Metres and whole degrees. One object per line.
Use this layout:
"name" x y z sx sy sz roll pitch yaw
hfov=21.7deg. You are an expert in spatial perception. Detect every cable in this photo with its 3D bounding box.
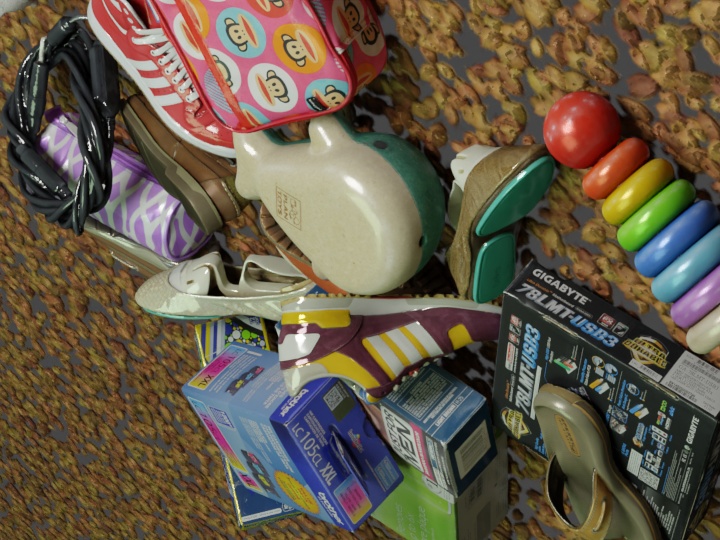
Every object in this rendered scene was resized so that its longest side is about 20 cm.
"cable" -0.279 -0.127 1.725 0.163 0.051 0.201 -18 75 44

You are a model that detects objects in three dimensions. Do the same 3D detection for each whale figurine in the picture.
"whale figurine" -0.016 -0.067 1.511 0.200 0.104 0.160 27 134 35

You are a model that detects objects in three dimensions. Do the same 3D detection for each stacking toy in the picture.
"stacking toy" 0.203 -0.043 1.297 0.200 0.085 0.085 50 151 7

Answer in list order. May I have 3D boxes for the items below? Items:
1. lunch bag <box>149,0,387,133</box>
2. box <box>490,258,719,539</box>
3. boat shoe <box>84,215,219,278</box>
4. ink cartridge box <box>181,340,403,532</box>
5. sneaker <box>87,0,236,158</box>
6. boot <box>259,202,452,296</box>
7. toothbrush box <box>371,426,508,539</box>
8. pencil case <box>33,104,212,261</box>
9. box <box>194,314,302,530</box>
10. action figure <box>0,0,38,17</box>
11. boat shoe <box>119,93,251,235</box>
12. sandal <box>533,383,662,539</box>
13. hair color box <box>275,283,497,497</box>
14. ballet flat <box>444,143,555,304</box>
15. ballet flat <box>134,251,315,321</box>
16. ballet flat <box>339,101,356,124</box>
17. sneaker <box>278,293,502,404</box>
"lunch bag" -0.089 -0.207 1.421 0.176 0.082 0.201 -9 118 40
"box" 0.199 0.109 1.507 0.198 0.050 0.200 33 149 23
"boat shoe" -0.223 -0.034 1.850 0.200 0.076 0.072 33 150 25
"ink cartridge box" -0.052 0.147 1.662 0.200 0.076 0.137 10 138 51
"sneaker" -0.151 -0.186 1.568 0.200 0.071 0.113 44 154 7
"boot" 0.000 0.000 1.623 0.200 0.075 0.107 39 170 1
"toothbrush box" 0.035 0.166 1.751 0.200 0.086 0.146 32 149 27
"pencil case" -0.226 -0.085 1.786 0.200 0.084 0.086 29 130 25
"box" -0.107 0.146 1.821 0.064 0.070 0.201 111 146 -77
"action figure" -0.343 -0.311 1.634 0.200 0.104 0.194 -6 113 52
"boat shoe" -0.152 -0.104 1.678 0.200 0.068 0.072 48 167 41
"sandal" 0.181 0.179 1.517 0.080 0.054 0.200 10 137 47
"hair color box" 0.022 0.105 1.641 0.200 0.061 0.100 34 157 29
"ballet flat" 0.097 -0.051 1.439 0.072 0.068 0.200 55 159 23
"ballet flat" -0.115 0.009 1.738 0.199 0.068 0.063 4 126 13
"ballet flat" -0.083 -0.183 1.509 0.200 0.046 0.067 47 151 -1
"sneaker" 0.031 0.065 1.536 0.075 0.199 0.091 165 105 -81
